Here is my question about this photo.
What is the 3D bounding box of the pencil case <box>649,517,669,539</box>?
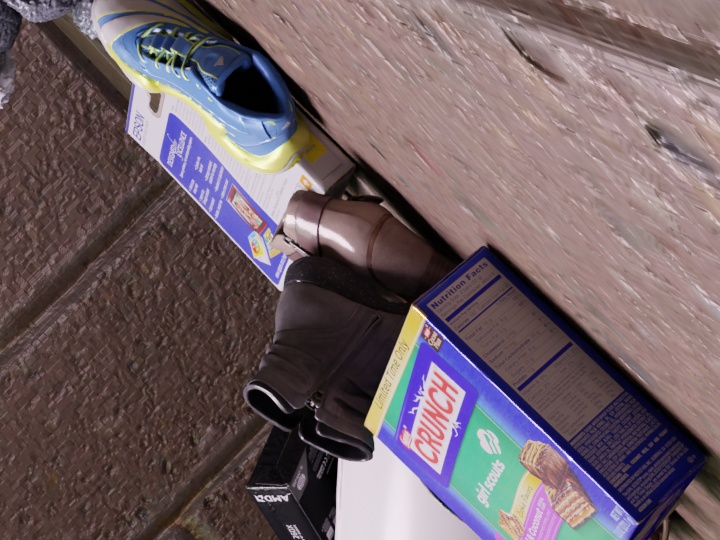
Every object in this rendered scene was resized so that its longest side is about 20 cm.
[{"bbox_3d":[0.219,0.221,1.641,0.090,0.078,0.200,53,177,9],"label":"pencil case"}]

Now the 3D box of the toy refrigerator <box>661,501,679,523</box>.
[{"bbox_3d":[0.172,0.144,1.404,0.076,0.070,0.200,43,175,31],"label":"toy refrigerator"}]

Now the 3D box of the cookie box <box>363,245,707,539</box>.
[{"bbox_3d":[0.108,0.111,1.239,0.200,0.075,0.171,44,150,16],"label":"cookie box"}]

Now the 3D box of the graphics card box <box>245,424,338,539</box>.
[{"bbox_3d":[-0.025,0.214,1.714,0.051,0.126,0.200,-2,134,29],"label":"graphics card box"}]

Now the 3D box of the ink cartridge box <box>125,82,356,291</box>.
[{"bbox_3d":[-0.102,-0.099,1.518,0.200,0.047,0.198,47,156,9],"label":"ink cartridge box"}]

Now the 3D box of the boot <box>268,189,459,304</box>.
[{"bbox_3d":[0.000,0.000,1.445,0.146,0.070,0.200,24,155,1],"label":"boot"}]

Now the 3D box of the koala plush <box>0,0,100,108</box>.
[{"bbox_3d":[-0.297,-0.229,1.497,0.177,0.200,0.184,46,176,-3],"label":"koala plush"}]

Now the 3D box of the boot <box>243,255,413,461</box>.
[{"bbox_3d":[0.017,0.085,1.365,0.199,0.132,0.070,20,147,-8],"label":"boot"}]

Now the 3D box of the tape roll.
[{"bbox_3d":[0.079,0.191,1.632,0.201,0.140,0.203,2,-172,0],"label":"tape roll"}]

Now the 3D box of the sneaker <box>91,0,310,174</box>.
[{"bbox_3d":[-0.115,-0.158,1.375,0.200,0.076,0.105,38,163,7],"label":"sneaker"}]

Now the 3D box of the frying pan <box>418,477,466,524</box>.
[{"bbox_3d":[0.091,0.169,1.327,0.114,0.031,0.190,24,-154,-14],"label":"frying pan"}]

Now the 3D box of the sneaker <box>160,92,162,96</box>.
[{"bbox_3d":[-0.109,-0.115,1.658,0.200,0.066,0.091,49,171,12],"label":"sneaker"}]
